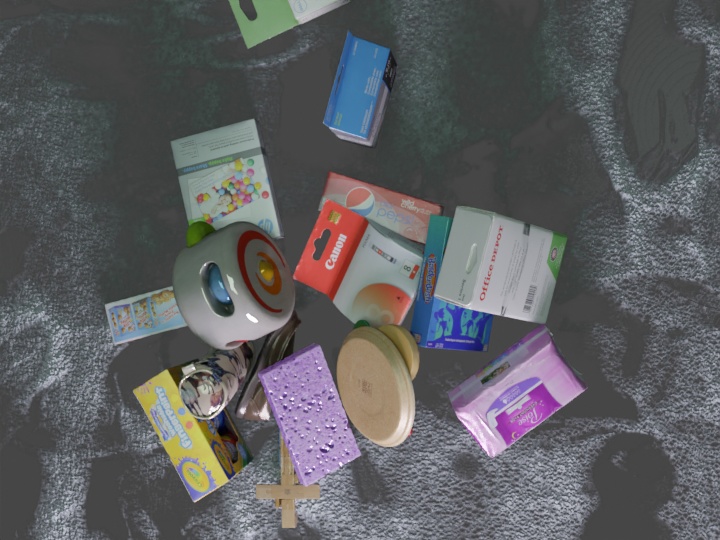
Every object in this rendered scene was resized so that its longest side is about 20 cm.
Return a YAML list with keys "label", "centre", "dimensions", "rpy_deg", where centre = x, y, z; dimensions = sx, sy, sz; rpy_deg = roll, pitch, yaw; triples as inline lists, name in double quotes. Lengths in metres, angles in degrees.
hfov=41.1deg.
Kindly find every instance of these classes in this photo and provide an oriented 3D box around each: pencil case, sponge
- label: "pencil case"
  centre: [-0.229, 0.162, 1.555]
  dimensions: [0.076, 0.200, 0.091]
  rpy_deg: [-10, 103, 11]
- label: "sponge"
  centre: [-0.083, 0.235, 1.574]
  dimensions: [0.110, 0.030, 0.203]
  rpy_deg: [-24, 100, -21]

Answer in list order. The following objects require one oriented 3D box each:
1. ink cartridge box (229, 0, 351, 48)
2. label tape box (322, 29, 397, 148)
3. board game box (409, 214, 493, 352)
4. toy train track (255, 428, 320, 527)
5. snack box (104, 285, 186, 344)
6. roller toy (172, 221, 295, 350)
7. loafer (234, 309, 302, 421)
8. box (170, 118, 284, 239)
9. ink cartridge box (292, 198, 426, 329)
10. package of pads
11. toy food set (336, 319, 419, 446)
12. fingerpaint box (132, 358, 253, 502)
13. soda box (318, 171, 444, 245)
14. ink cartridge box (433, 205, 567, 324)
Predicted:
- label: "ink cartridge box"
  centre: [-0.129, -0.481, 1.603]
  dimensions: [0.197, 0.048, 0.148]
  rpy_deg: [-22, 89, 5]
- label: "label tape box"
  centre: [0.004, -0.278, 1.509]
  dimensions: [0.062, 0.200, 0.147]
  rpy_deg: [16, 93, 7]
- label: "board game box"
  centre: [0.157, 0.023, 1.524]
  dimensions: [0.045, 0.150, 0.204]
  rpy_deg: [11, 93, 47]
- label: "toy train track"
  centre: [-0.119, 0.328, 1.623]
  dimensions: [0.112, 0.032, 0.204]
  rpy_deg: [-3, 85, 15]
- label: "snack box"
  centre: [-0.337, 0.068, 1.648]
  dimensions: [0.196, 0.024, 0.073]
  rpy_deg: [-15, 90, 7]
- label: "roller toy"
  centre: [-0.193, 0.023, 1.529]
  dimensions: [0.138, 0.200, 0.185]
  rpy_deg: [-23, 44, 25]
- label: "loafer"
  centre: [-0.141, 0.162, 1.608]
  dimensions: [0.070, 0.073, 0.203]
  rpy_deg: [25, 97, -6]
- label: "box"
  centre: [-0.224, -0.138, 1.623]
  dimensions: [0.153, 0.041, 0.204]
  rpy_deg: [-13, 90, 8]
- label: "ink cartridge box"
  centre: [0.000, 0.000, 1.556]
  dimensions: [0.197, 0.050, 0.164]
  rpy_deg: [26, 115, -1]
- label: "package of pads"
  centre: [0.250, 0.193, 1.532]
  dimensions: [0.199, 0.076, 0.121]
  rpy_deg: [-38, 110, 7]
- label: "toy food set"
  centre: [0.027, 0.180, 1.535]
  dimensions: [0.048, 0.196, 0.204]
  rpy_deg: [-14, 99, -36]
- label: "fingerpaint box"
  centre: [-0.268, 0.254, 1.571]
  dimensions: [0.073, 0.167, 0.202]
  rpy_deg: [-30, 86, 7]
- label: "soda box"
  centre: [0.035, -0.100, 1.577]
  dimensions: [0.197, 0.063, 0.071]
  rpy_deg: [17, 93, 8]
- label: "ink cartridge box"
  centre: [0.218, -0.007, 1.483]
  dimensions: [0.084, 0.198, 0.149]
  rpy_deg: [17, 93, 47]
